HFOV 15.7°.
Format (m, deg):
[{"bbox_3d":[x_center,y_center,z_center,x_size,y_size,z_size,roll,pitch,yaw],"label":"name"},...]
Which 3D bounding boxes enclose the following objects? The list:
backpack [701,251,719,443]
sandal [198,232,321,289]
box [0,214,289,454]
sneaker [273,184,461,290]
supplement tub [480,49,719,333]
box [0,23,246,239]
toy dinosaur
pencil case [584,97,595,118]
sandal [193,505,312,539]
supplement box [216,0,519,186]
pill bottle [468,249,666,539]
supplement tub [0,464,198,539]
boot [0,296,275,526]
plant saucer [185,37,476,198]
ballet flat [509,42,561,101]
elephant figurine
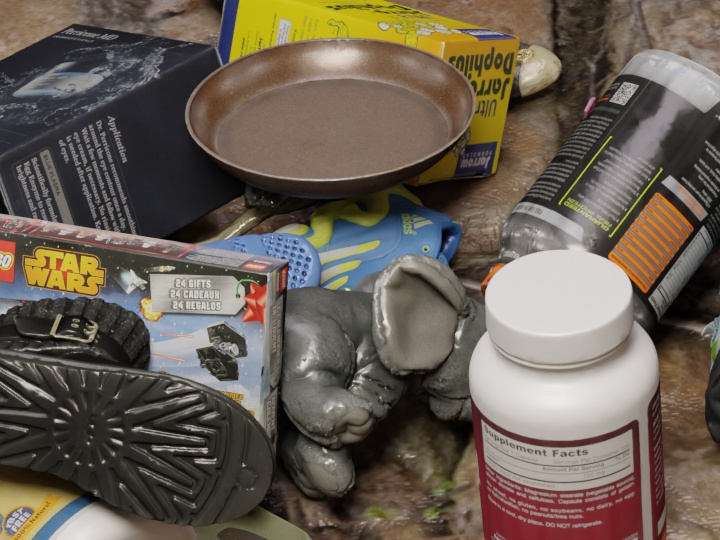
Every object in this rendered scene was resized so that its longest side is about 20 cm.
[{"bbox_3d":[0.306,0.015,1.694,0.163,0.154,0.200,-3,22,17],"label":"backpack"},{"bbox_3d":[-0.112,0.015,1.692,0.200,0.087,0.080,-18,59,-26],"label":"sandal"},{"bbox_3d":[-0.146,0.048,1.611,0.199,0.137,0.040,10,17,17],"label":"box"},{"bbox_3d":[0.000,0.000,1.806,0.105,0.076,0.200,16,40,28],"label":"sneaker"},{"bbox_3d":[0.177,-0.038,1.741,0.122,0.123,0.200,30,76,40],"label":"supplement tub"},{"bbox_3d":[-0.217,-0.083,1.887,0.200,0.118,0.196,-30,26,-30],"label":"box"},{"bbox_3d":[-0.051,-0.057,1.825,0.200,0.048,0.088,-31,5,-14],"label":"toy dinosaur"},{"bbox_3d":[0.254,-0.075,1.851,0.199,0.094,0.091,2,27,11],"label":"pencil case"},{"bbox_3d":[-0.114,0.144,1.636,0.201,0.057,0.080,15,40,28],"label":"sandal"},{"bbox_3d":[0.001,-0.143,1.950,0.200,0.110,0.109,19,16,31],"label":"supplement box"},{"bbox_3d":[0.123,0.092,1.545,0.113,0.200,0.113,-4,35,3],"label":"pill bottle"},{"bbox_3d":[-0.206,0.167,1.545,0.200,0.145,0.145,24,45,37],"label":"supplement tub"},{"bbox_3d":[-0.138,0.075,1.511,0.211,0.080,0.158,17,11,7],"label":"boot"},{"bbox_3d":[-0.020,-0.101,1.796,0.200,0.032,0.200,-1,32,1],"label":"plant saucer"},{"bbox_3d":[0.059,-0.167,2.046,0.199,0.057,0.067,6,38,18],"label":"ballet flat"},{"bbox_3d":[0.029,0.051,1.677,0.200,0.155,0.142,-26,38,-16],"label":"elephant figurine"}]
